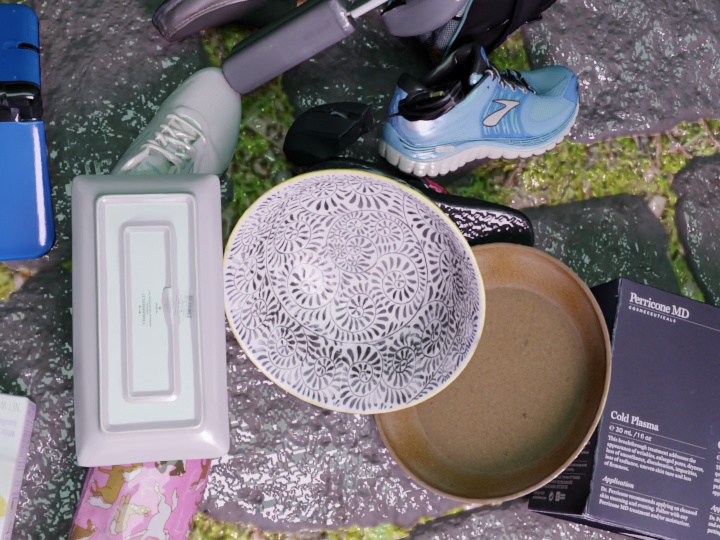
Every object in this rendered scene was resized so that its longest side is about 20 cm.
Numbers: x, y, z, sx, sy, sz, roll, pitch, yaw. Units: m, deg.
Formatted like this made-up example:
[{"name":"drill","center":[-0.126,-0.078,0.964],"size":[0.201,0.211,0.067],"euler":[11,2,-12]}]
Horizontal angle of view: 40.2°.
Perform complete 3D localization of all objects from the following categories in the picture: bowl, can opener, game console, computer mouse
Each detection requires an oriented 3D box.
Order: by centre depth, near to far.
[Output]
[{"name":"game console","center":[-0.339,-0.104,0.744],"size":[0.196,0.119,0.173],"euler":[-5,50,-15]},{"name":"computer mouse","center":[0.003,-0.118,0.745],"size":[0.059,0.198,0.034],"euler":[-45,112,-36]},{"name":"bowl","center":[0.000,0.000,0.753],"size":[0.199,0.202,0.095],"euler":[31,29,-6]},{"name":"can opener","center":[-0.012,-0.182,0.756],"size":[0.067,0.197,0.054],"euler":[54,26,-23]}]

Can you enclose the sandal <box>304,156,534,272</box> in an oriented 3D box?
[{"name":"sandal","center":[0.046,-0.045,0.810],"size":[0.196,0.045,0.076],"euler":[15,117,-7]}]

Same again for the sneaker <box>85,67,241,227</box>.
[{"name":"sneaker","center":[-0.149,-0.077,0.756],"size":[0.070,0.080,0.202],"euler":[31,72,-5]}]

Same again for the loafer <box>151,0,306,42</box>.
[{"name":"loafer","center":[-0.073,-0.227,0.806],"size":[0.197,0.073,0.073],"euler":[-27,97,-7]}]

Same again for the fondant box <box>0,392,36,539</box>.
[{"name":"fondant box","center":[-0.316,0.178,0.675],"size":[0.141,0.058,0.204],"euler":[10,78,-12]}]

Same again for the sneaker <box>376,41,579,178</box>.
[{"name":"sneaker","center":[0.107,-0.142,0.806],"size":[0.197,0.091,0.078],"euler":[-19,42,-29]}]

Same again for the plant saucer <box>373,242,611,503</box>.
[{"name":"plant saucer","center":[0.102,0.080,0.765],"size":[0.197,0.035,0.204],"euler":[-12,66,27]}]

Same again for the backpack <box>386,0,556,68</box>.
[{"name":"backpack","center":[0.109,-0.280,0.796],"size":[0.175,0.200,0.154],"euler":[-35,89,-17]}]

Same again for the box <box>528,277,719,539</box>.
[{"name":"box","center":[0.258,0.127,0.798],"size":[0.196,0.104,0.186],"euler":[17,76,-12]}]

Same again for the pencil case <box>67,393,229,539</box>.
[{"name":"pencil case","center":[-0.162,0.166,0.705],"size":[0.085,0.083,0.204],"euler":[10,75,22]}]

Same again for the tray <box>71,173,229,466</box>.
[{"name":"tray","center":[-0.146,0.029,0.682],"size":[0.105,0.022,0.204],"euler":[-2,80,-12]}]
